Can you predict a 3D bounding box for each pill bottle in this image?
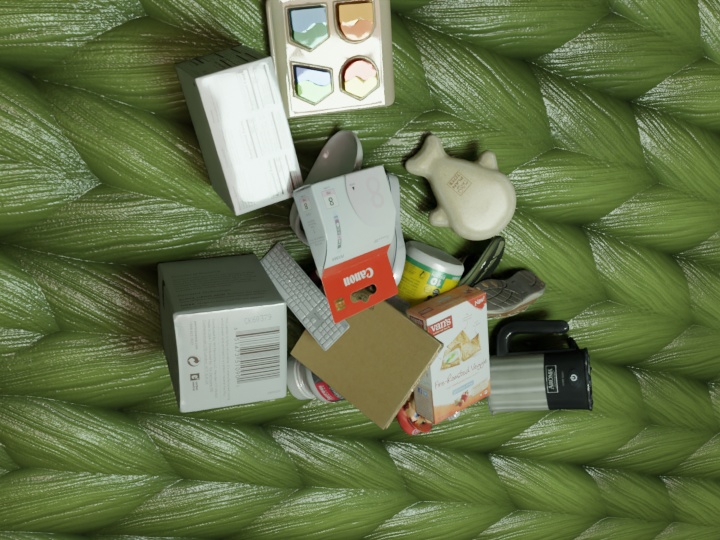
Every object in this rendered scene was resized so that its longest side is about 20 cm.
[{"bbox_3d":[0.092,0.060,1.391,0.113,0.113,0.200,17,104,-26],"label":"pill bottle"},{"bbox_3d":[-0.025,0.162,1.346,0.200,0.111,0.111,-16,124,30],"label":"pill bottle"}]

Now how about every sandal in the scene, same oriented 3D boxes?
[{"bbox_3d":[0.183,0.011,1.433,0.201,0.057,0.080,-48,159,15],"label":"sandal"}]

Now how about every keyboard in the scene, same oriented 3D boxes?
[{"bbox_3d":[-0.095,0.039,1.278,0.056,0.200,0.011,-43,153,2],"label":"keyboard"}]

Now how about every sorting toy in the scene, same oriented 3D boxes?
[{"bbox_3d":[-0.040,-0.333,1.224,0.200,0.036,0.185,-12,114,-16],"label":"sorting toy"}]

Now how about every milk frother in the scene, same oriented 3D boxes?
[{"bbox_3d":[0.350,0.200,1.543,0.188,0.181,0.200,-5,151,18],"label":"milk frother"}]

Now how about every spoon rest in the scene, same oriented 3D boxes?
[{"bbox_3d":[-0.058,-0.132,1.273,0.061,0.099,0.200,12,115,-38],"label":"spoon rest"}]

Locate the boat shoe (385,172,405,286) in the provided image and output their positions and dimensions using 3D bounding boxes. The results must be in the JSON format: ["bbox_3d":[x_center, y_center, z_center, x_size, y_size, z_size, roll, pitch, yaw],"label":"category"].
[{"bbox_3d":[0.027,-0.067,1.299,0.065,0.074,0.200,6,66,-25],"label":"boat shoe"}]

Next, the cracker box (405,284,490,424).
[{"bbox_3d":[0.151,0.140,1.343,0.134,0.058,0.200,-22,116,-31],"label":"cracker box"}]

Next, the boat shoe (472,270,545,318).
[{"bbox_3d":[0.257,0.058,1.452,0.200,0.076,0.072,-11,141,-37],"label":"boat shoe"}]

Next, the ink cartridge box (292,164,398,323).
[{"bbox_3d":[-0.003,-0.044,1.177,0.162,0.057,0.200,-23,94,-47],"label":"ink cartridge box"}]

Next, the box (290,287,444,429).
[{"bbox_3d":[0.006,0.124,1.249,0.164,0.200,0.021,-57,161,9],"label":"box"}]

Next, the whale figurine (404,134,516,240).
[{"bbox_3d":[0.169,-0.142,1.362,0.200,0.104,0.159,38,95,-4],"label":"whale figurine"}]

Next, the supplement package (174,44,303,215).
[{"bbox_3d":[-0.176,-0.207,1.155,0.111,0.156,0.200,-20,117,-15],"label":"supplement package"}]

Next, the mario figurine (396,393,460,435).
[{"bbox_3d":[0.136,0.219,1.440,0.123,0.106,0.200,27,108,4],"label":"mario figurine"}]

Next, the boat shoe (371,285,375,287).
[{"bbox_3d":[0.000,0.000,1.356,0.075,0.068,0.200,-14,115,-15],"label":"boat shoe"}]

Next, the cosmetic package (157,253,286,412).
[{"bbox_3d":[-0.217,0.090,1.235,0.165,0.200,0.165,-6,113,-19],"label":"cosmetic package"}]

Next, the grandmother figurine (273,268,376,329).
[{"bbox_3d":[-0.066,0.051,1.318,0.200,0.061,0.121,7,88,9],"label":"grandmother figurine"}]
